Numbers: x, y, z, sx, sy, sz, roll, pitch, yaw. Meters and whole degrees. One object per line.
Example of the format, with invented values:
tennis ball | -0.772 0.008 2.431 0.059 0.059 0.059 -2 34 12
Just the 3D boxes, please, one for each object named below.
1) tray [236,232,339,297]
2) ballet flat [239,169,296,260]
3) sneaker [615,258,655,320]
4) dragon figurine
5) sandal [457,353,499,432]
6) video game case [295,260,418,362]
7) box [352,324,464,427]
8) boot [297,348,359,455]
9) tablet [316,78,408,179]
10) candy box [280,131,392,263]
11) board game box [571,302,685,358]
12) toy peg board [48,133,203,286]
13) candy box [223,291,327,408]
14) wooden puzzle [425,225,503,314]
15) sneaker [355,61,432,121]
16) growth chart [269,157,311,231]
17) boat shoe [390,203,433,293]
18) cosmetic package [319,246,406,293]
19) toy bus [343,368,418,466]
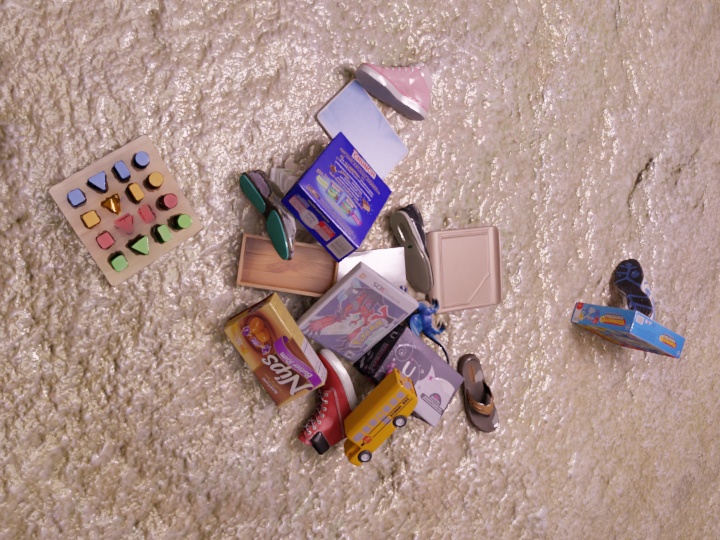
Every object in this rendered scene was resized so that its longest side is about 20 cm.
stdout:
tray | -0.141 -0.009 1.206 0.194 0.037 0.102 9 93 -8
ballet flat | -0.161 -0.115 1.171 0.071 0.072 0.203 -25 73 -21
sneaker | 0.732 0.061 1.614 0.077 0.074 0.204 40 41 -40
dragon figurine | 0.136 0.121 1.356 0.097 0.059 0.205 -17 99 -5
sandal | 0.289 0.297 1.448 0.080 0.054 0.206 -18 100 -23
video game case | -0.007 0.091 1.233 0.199 0.023 0.181 -42 128 19
box | 0.105 0.225 1.324 0.199 0.114 0.133 42 75 -21
boot | -0.082 0.278 1.263 0.142 0.072 0.205 -27 107 -20
tablet | 0.007 -0.292 1.305 0.130 0.014 0.201 -46 109 -16
candy box | -0.041 -0.148 1.203 0.169 0.076 0.202 46 45 -14
board game box | 0.681 0.151 1.552 0.196 0.195 0.057 25 83 -24
toy peg board | -0.405 -0.108 1.070 0.198 0.097 0.202 -36 107 -20
candy box | -0.165 0.159 1.196 0.115 0.057 0.203 -27 106 13
wooden puzzle | 0.242 -0.004 1.425 0.195 0.037 0.191 -6 96 -21
sneaker | 0.079 -0.413 1.297 0.197 0.075 0.107 24 85 -35
growth chart | -0.104 -0.145 1.257 0.196 0.018 0.149 16 85 -25
boat shoe | 0.128 -0.047 1.348 0.067 0.070 0.205 -37 115 -46
cosmetic package | 0.000 0.000 1.296 0.195 0.050 0.085 -6 93 -24
toy bus | 0.033 0.300 1.229 0.078 0.065 0.200 37 105 -21
